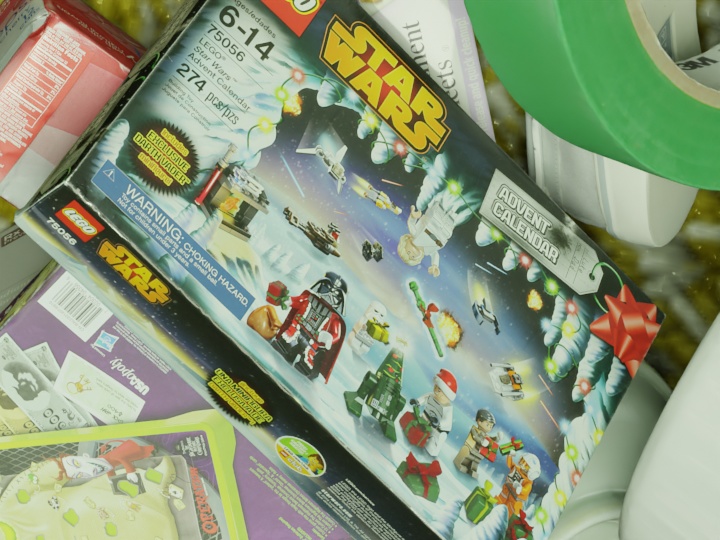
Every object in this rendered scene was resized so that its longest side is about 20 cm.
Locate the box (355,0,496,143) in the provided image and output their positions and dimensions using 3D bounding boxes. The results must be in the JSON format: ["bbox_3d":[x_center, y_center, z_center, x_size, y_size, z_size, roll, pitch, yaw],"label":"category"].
[{"bbox_3d":[0.010,-0.124,0.868,0.041,0.039,0.201,-14,113,-4],"label":"box"}]

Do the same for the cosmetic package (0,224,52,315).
[{"bbox_3d":[-0.102,0.090,0.903,0.107,0.090,0.200,-31,116,5],"label":"cosmetic package"}]

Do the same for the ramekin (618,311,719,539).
[{"bbox_3d":[0.173,0.048,0.850,0.098,0.200,0.201,33,104,17],"label":"ramekin"}]

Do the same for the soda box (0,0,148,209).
[{"bbox_3d":[-0.052,-0.019,0.878,0.200,0.070,0.063,36,99,-22],"label":"soda box"}]

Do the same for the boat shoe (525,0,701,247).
[{"bbox_3d":[0.077,-0.098,0.860,0.072,0.068,0.201,-54,146,-34],"label":"boat shoe"}]

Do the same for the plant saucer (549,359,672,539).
[{"bbox_3d":[0.066,0.125,0.921,0.199,0.050,0.201,-21,124,-34],"label":"plant saucer"}]

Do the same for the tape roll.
[{"bbox_3d":[0.117,-0.128,0.784,0.200,0.048,0.201,-15,115,-35],"label":"tape roll"}]

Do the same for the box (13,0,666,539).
[{"bbox_3d":[0.000,0.000,0.825,0.200,0.137,0.040,44,142,-14],"label":"box"}]

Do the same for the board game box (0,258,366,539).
[{"bbox_3d":[-0.062,0.097,0.837,0.200,0.032,0.120,43,99,-14],"label":"board game box"}]
